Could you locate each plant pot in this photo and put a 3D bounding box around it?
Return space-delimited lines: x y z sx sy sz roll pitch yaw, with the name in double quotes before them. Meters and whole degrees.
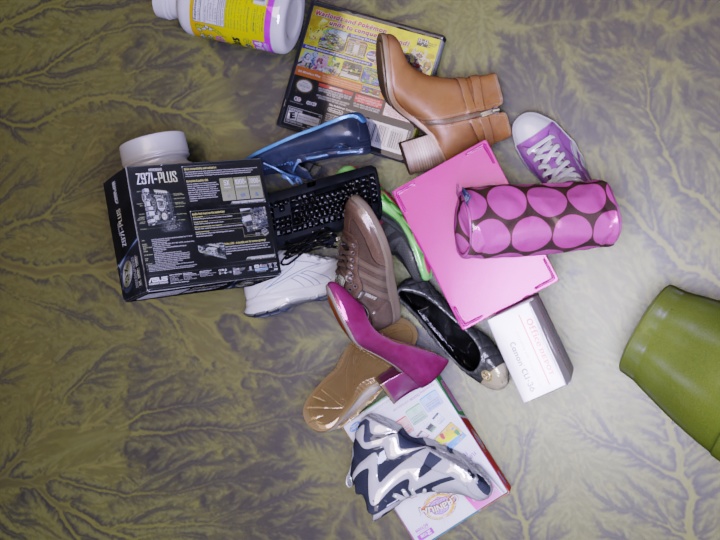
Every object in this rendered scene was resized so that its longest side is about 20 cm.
"plant pot" 0.439 0.119 1.444 0.192 0.200 0.201 33 97 22

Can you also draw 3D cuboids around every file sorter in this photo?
"file sorter" 0.157 -0.046 1.521 0.138 0.125 0.201 -28 86 11

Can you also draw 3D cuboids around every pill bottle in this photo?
"pill bottle" -0.185 -0.370 1.600 0.198 0.104 0.105 14 94 12
"pill bottle" -0.269 -0.087 1.617 0.113 0.114 0.202 -14 88 12

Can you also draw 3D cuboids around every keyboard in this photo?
"keyboard" -0.064 -0.073 1.558 0.199 0.040 0.105 -15 79 23

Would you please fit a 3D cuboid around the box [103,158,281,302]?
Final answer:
"box" -0.222 -0.055 1.521 0.086 0.199 0.165 -18 81 56

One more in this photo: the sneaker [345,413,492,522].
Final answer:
"sneaker" 0.068 0.289 1.526 0.198 0.079 0.130 24 97 11

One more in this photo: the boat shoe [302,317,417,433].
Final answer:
"boat shoe" -0.001 0.146 1.587 0.200 0.069 0.074 -42 75 -12

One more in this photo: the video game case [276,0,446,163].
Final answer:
"video game case" 0.000 -0.263 1.603 0.199 0.025 0.182 18 95 12

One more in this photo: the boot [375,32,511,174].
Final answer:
"boot" 0.110 -0.240 1.539 0.154 0.074 0.201 -19 110 -3

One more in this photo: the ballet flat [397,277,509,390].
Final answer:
"ballet flat" 0.121 0.090 1.559 0.200 0.057 0.067 45 125 11

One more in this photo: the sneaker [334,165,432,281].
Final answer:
"sneaker" 0.027 -0.055 1.581 0.084 0.077 0.200 -47 72 15

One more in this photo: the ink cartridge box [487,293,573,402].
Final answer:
"ink cartridge box" 0.219 0.098 1.472 0.067 0.200 0.117 -25 85 11

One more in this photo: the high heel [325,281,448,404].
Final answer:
"high heel" 0.035 0.077 1.508 0.096 0.067 0.201 -34 107 -5

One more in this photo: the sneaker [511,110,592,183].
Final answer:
"sneaker" 0.264 -0.129 1.504 0.072 0.114 0.201 -36 82 11

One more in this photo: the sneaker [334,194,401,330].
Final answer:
"sneaker" 0.000 0.000 1.512 0.075 0.070 0.201 -25 121 -15

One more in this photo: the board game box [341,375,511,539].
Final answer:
"board game box" 0.090 0.256 1.582 0.152 0.040 0.201 -34 84 10

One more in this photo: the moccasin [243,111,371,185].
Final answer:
"moccasin" -0.078 -0.154 1.578 0.199 0.080 0.069 -18 96 28

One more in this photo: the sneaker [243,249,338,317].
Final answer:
"sneaker" -0.078 0.006 1.601 0.198 0.074 0.088 -15 82 11

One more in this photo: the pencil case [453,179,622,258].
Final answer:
"pencil case" 0.214 -0.068 1.407 0.198 0.091 0.094 -2 56 -9
